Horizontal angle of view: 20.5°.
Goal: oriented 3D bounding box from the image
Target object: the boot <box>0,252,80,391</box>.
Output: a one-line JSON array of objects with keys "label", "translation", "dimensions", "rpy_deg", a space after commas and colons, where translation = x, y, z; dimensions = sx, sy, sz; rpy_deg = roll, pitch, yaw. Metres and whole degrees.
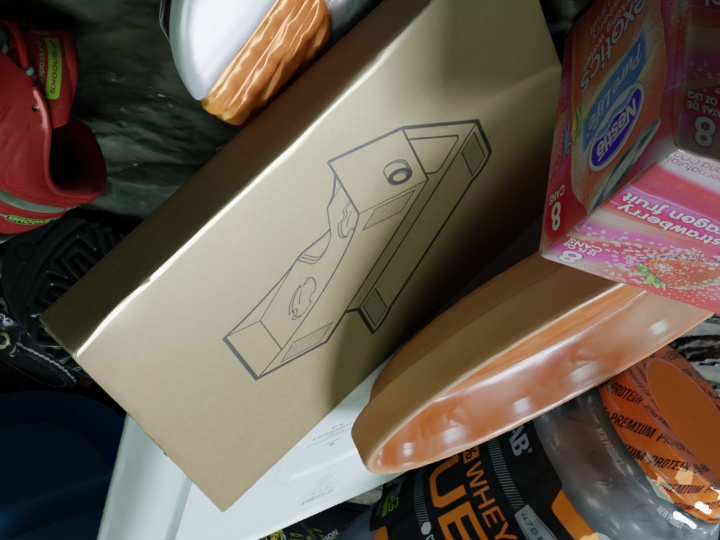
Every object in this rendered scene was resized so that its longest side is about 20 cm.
[{"label": "boot", "translation": [-0.218, 0.056, 0.939], "dimensions": [0.073, 0.155, 0.204], "rpy_deg": [6, 158, 33]}]

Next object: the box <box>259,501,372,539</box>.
[{"label": "box", "translation": [-0.064, 0.212, 1.045], "dimensions": [0.160, 0.202, 0.049], "rpy_deg": [14, 172, -15]}]

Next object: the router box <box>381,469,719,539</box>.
[{"label": "router box", "translation": [0.128, 0.145, 1.130], "dimensions": [0.157, 0.053, 0.200], "rpy_deg": [24, 152, -29]}]

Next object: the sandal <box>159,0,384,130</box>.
[{"label": "sandal", "translation": [-0.028, -0.086, 0.673], "dimensions": [0.059, 0.079, 0.207], "rpy_deg": [41, -179, 20]}]

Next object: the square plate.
[{"label": "square plate", "translation": [-0.014, 0.060, 0.854], "dimensions": [0.199, 0.029, 0.199], "rpy_deg": [-21, 152, -27]}]

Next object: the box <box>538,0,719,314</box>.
[{"label": "box", "translation": [0.173, -0.034, 0.679], "dimensions": [0.199, 0.095, 0.103], "rpy_deg": [17, 155, -16]}]

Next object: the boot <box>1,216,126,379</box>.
[{"label": "boot", "translation": [-0.085, 0.048, 0.998], "dimensions": [0.164, 0.066, 0.200], "rpy_deg": [32, 174, 11]}]

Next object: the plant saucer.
[{"label": "plant saucer", "translation": [0.084, 0.020, 0.795], "dimensions": [0.199, 0.032, 0.200], "rpy_deg": [-27, 165, -8]}]

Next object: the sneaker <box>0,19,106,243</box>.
[{"label": "sneaker", "translation": [-0.151, -0.081, 0.756], "dimensions": [0.084, 0.078, 0.200], "rpy_deg": [-16, 152, 6]}]

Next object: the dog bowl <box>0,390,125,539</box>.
[{"label": "dog bowl", "translation": [-0.142, 0.130, 0.957], "dimensions": [0.111, 0.200, 0.050], "rpy_deg": [-15, 124, -28]}]

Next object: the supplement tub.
[{"label": "supplement tub", "translation": [0.086, 0.126, 0.957], "dimensions": [0.122, 0.123, 0.200], "rpy_deg": [29, 120, -37]}]

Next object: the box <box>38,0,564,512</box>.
[{"label": "box", "translation": [-0.006, -0.013, 0.705], "dimensions": [0.021, 0.200, 0.164], "rpy_deg": [44, 173, 28]}]
